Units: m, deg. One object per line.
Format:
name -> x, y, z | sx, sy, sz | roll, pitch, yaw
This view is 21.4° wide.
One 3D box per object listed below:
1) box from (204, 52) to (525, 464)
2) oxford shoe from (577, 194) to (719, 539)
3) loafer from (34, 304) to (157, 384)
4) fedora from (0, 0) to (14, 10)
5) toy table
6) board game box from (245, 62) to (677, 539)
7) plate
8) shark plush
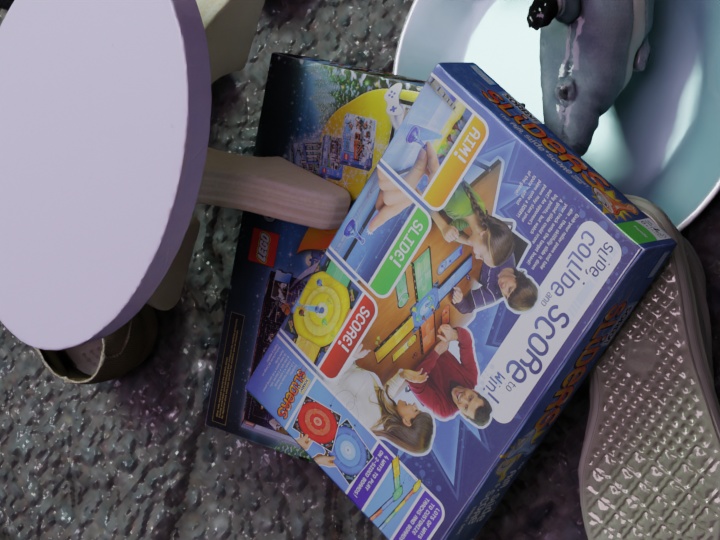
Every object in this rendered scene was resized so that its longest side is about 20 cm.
box -> 0.000, 0.000, 0.973 | 0.136, 0.038, 0.202 | 16, 100, 33
oxford shoe -> 0.138, 0.063, 0.896 | 0.074, 0.058, 0.202 | -5, 96, 19
loafer -> -0.173, -0.024, 1.025 | 0.076, 0.068, 0.201 | -28, 106, 14
fedora -> -0.179, -0.215, 1.050 | 0.091, 0.200, 0.202 | 31, 98, 22
toy table -> -0.105, -0.063, 0.941 | 0.183, 0.117, 0.201 | 39, 115, 21
board game box -> 0.041, 0.024, 0.892 | 0.135, 0.034, 0.201 | 45, 119, 24
plate -> 0.107, -0.095, 0.955 | 0.198, 0.026, 0.202 | -4, 81, 29
shark plush -> 0.093, -0.122, 0.905 | 0.090, 0.083, 0.202 | 19, 92, 30
